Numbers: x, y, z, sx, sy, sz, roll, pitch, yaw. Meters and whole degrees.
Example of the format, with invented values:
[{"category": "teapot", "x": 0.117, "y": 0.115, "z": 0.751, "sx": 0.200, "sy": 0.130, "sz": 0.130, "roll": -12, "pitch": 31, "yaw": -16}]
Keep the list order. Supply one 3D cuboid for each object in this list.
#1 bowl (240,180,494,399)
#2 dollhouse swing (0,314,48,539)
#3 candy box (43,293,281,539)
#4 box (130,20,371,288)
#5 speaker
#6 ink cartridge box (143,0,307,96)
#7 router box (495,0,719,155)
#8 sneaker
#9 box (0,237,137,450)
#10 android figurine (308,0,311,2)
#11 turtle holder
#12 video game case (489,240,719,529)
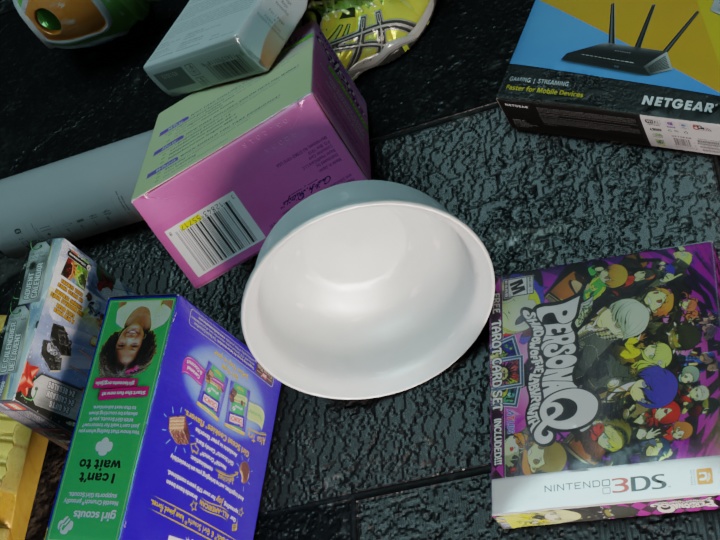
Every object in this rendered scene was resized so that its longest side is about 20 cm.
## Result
[{"category": "bowl", "x": 0.000, "y": 0.000, "z": 1.029, "sx": 0.200, "sy": 0.202, "sz": 0.091, "roll": -27, "pitch": 41, "yaw": 11}, {"category": "dollhouse swing", "x": -0.363, "y": 0.144, "z": 1.129, "sx": 0.174, "sy": 0.182, "sz": 0.202, "roll": 12, "pitch": 64, "yaw": -6}, {"category": "candy box", "x": -0.147, "y": 0.145, "z": 1.025, "sx": 0.076, "sy": 0.169, "sz": 0.202, "roll": -5, "pitch": 61, "yaw": 27}, {"category": "box", "x": -0.089, "y": -0.105, "z": 1.124, "sx": 0.175, "sy": 0.097, "sz": 0.201, "roll": -29, "pitch": 25, "yaw": 13}, {"category": "speaker", "x": -0.262, "y": -0.073, "z": 1.260, "sx": 0.198, "sy": 0.081, "sz": 0.082, "roll": -16, "pitch": 57, "yaw": 19}, {"category": "ink cartridge box", "x": -0.097, "y": -0.255, "z": 1.196, "sx": 0.161, "sy": 0.050, "sz": 0.201, "roll": -4, "pitch": 47, "yaw": 51}, {"category": "router box", "x": 0.231, "y": -0.181, "z": 1.090, "sx": 0.198, "sy": 0.051, "sz": 0.150, "roll": 11, "pitch": 67, "yaw": 31}, {"category": "sneaker", "x": -0.008, "y": -0.228, "z": 1.222, "sx": 0.200, "sy": 0.076, "sz": 0.075, "roll": -43, "pitch": 51, "yaw": -2}, {"category": "box", "x": -0.216, "y": 0.081, "z": 1.076, "sx": 0.039, "sy": 0.200, "sz": 0.138, "roll": -3, "pitch": 61, "yaw": 28}, {"category": "android figurine", "x": 0.004, "y": -0.314, "z": 1.246, "sx": 0.199, "sy": 0.041, "sz": 0.181, "roll": -35, "pitch": 29, "yaw": -23}, {"category": "turtle holder", "x": -0.301, "y": -0.313, "z": 1.376, "sx": 0.131, "sy": 0.141, "sz": 0.186, "roll": -36, "pitch": 55, "yaw": 5}, {"category": "video game case", "x": 0.185, "y": 0.085, "z": 0.976, "sx": 0.179, "sy": 0.036, "sz": 0.202, "roll": -9, "pitch": 60, "yaw": 21}]
